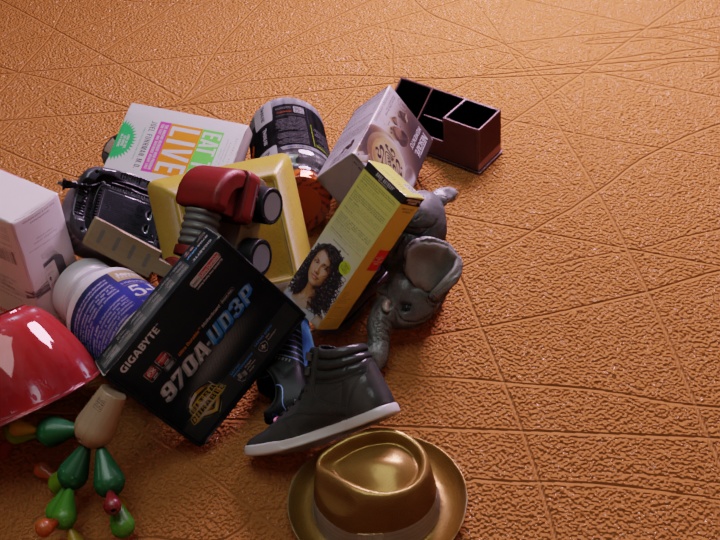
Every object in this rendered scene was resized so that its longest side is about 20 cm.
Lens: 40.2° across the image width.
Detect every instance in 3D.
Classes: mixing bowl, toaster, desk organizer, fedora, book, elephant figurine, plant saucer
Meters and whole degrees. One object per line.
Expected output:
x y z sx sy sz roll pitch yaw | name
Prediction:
-0.414 0.108 1.147 0.197 0.110 0.200 -21 8 3 | mixing bowl
-0.331 -0.064 1.340 0.197 0.129 0.116 18 73 -27 | toaster
0.124 -0.231 1.550 0.198 0.078 0.072 25 50 31 | desk organizer
0.015 0.226 1.045 0.196 0.083 0.202 -4 41 4 | fedora
-0.273 -0.170 1.467 0.196 0.048 0.136 12 69 15 | book
0.065 0.009 1.252 0.153 0.141 0.203 -25 77 24 | elephant figurine
-0.165 -0.042 1.295 0.196 0.204 0.048 -13 0 -11 | plant saucer

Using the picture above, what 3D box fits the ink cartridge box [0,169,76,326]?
-0.450 -0.019 1.297 0.144 0.203 0.085 21 42 28 | ink cartridge box

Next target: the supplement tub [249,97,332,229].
-0.102 -0.158 1.465 0.120 0.124 0.202 -9 40 -3 | supplement tub

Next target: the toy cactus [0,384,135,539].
-0.314 0.201 1.075 0.199 0.102 0.167 34 100 30 | toy cactus

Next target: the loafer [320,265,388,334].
0.000 0.000 1.318 0.071 0.064 0.201 15 46 23 | loafer

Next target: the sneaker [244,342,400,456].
-0.054 0.142 1.100 0.198 0.070 0.101 -24 75 25 | sneaker

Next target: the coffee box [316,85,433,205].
0.025 -0.164 1.436 0.079 0.113 0.201 -29 22 35 | coffee box

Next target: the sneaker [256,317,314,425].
-0.096 0.105 1.209 0.076 0.071 0.202 -8 41 -9 | sneaker

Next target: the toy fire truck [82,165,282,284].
-0.207 -0.046 1.165 0.127 0.199 0.179 9 84 30 | toy fire truck

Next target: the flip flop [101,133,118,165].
-0.315 -0.153 1.543 0.197 0.058 0.082 19 65 5 | flip flop

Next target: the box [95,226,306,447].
-0.179 0.078 1.130 0.201 0.159 0.046 -50 33 -8 | box

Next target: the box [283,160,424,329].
-0.009 -0.028 1.190 0.075 0.202 0.050 43 19 28 | box

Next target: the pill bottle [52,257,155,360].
-0.299 0.066 1.242 0.199 0.121 0.119 31 53 34 | pill bottle
